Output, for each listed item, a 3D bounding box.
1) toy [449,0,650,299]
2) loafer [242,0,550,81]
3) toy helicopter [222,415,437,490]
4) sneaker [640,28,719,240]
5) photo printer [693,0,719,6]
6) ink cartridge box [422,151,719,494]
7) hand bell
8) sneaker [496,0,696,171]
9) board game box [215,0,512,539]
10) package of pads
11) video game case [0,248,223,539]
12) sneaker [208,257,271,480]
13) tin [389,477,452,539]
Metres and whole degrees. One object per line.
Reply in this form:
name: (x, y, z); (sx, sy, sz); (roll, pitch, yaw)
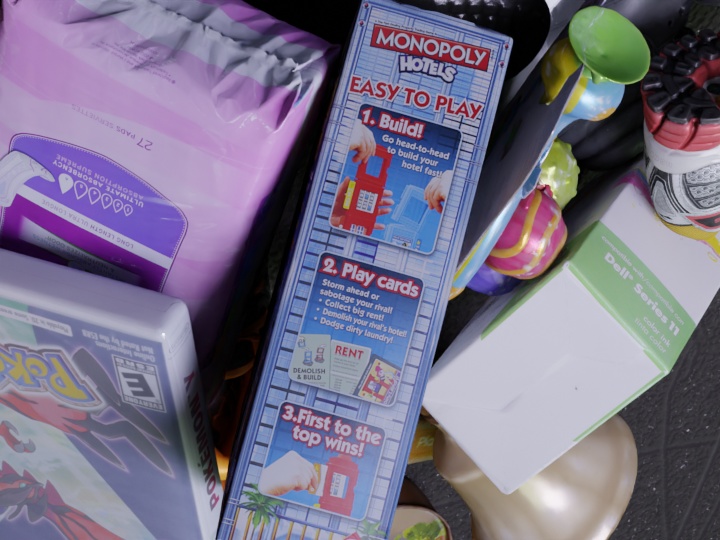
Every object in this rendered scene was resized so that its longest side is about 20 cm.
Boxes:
toy: (0.069, -0.033, 0.800); (0.047, 0.116, 0.200); (26, 142, -2)
loafer: (-0.021, -0.121, 0.781); (0.198, 0.072, 0.073); (7, 138, -21)
toy helicopter: (0.016, 0.078, 0.996); (0.199, 0.079, 0.133); (-2, 120, -47)
sneaker: (0.199, -0.077, 0.846); (0.199, 0.078, 0.083); (-23, 133, -26)
photo printer: (0.254, -0.202, 0.895); (0.198, 0.070, 0.168); (-6, 131, -32)
ink cartridge box: (0.118, 0.003, 0.889); (0.117, 0.067, 0.200); (-43, -178, 40)
hand bell: (0.033, 0.059, 0.907); (0.104, 0.104, 0.200); (-45, 121, 9)
sneaker: (0.138, -0.129, 0.853); (0.099, 0.071, 0.200); (38, 109, -17)
board game box: (0.000, 0.000, 0.738); (0.061, 0.200, 0.202); (16, 94, -3)
package of pads: (-0.094, -0.028, 0.746); (0.076, 0.120, 0.201); (-56, 171, -48)
video game case: (-0.149, 0.058, 0.773); (0.183, 0.198, 0.023); (84, 27, -44)
sneaker: (-0.068, 0.009, 0.855); (0.078, 0.077, 0.201); (-18, 134, -18)
tin: (-0.042, 0.173, 1.051); (0.198, 0.042, 0.113); (-13, 137, -26)
